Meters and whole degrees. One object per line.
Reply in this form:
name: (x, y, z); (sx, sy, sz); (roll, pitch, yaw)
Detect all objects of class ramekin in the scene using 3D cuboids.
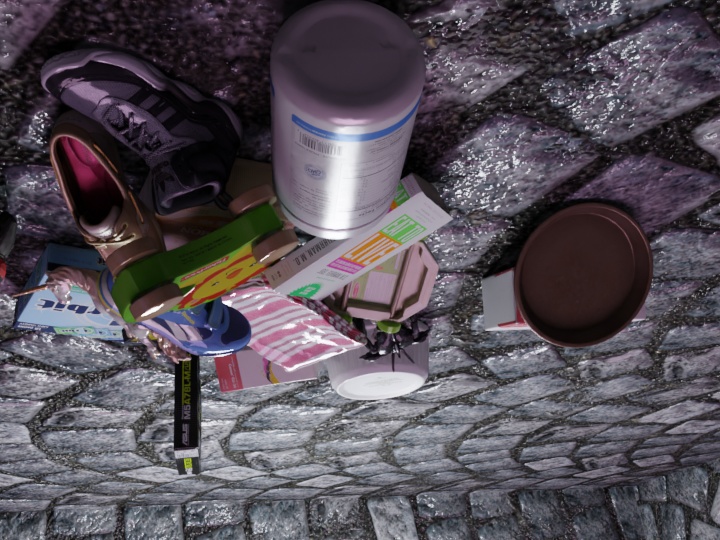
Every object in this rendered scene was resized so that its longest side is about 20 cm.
ramekin: (0.031, 0.161, 1.358); (0.201, 0.095, 0.203); (-5, 154, -2)

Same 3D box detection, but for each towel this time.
towel: (-0.106, 0.074, 1.008); (0.146, 0.030, 0.200); (-23, 135, 33)

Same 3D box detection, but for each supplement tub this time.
supplement tub: (-0.018, -0.131, 0.702); (0.131, 0.133, 0.200); (-2, 155, -7)

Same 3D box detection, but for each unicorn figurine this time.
unicorn figurine: (-0.303, 0.048, 0.960); (0.199, 0.074, 0.138); (8, 152, 24)

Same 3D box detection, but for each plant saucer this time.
plant saucer: (0.297, 0.005, 1.035); (0.198, 0.202, 0.029); (-1, -166, -11)

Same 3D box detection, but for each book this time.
book: (-0.001, -0.036, 0.890); (0.199, 0.048, 0.133); (-33, 165, 14)

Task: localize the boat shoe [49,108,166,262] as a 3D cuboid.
boat shoe: (-0.254, -0.056, 0.761); (0.073, 0.069, 0.201); (-17, 116, 7)

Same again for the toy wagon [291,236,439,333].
toy wagon: (0.000, 0.000, 1.005); (0.198, 0.040, 0.156); (9, 118, -11)

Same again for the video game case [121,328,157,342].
video game case: (-0.215, 0.054, 1.108); (0.199, 0.026, 0.180); (-30, 161, 37)

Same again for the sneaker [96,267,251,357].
sneaker: (-0.199, 0.038, 0.891); (0.199, 0.074, 0.082); (29, 127, -36)

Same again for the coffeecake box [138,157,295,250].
coffeecake box: (-0.181, -0.052, 0.898); (0.152, 0.074, 0.200); (7, 152, -27)

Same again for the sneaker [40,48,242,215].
sneaker: (-0.193, -0.120, 0.705); (0.199, 0.115, 0.075); (17, 146, -40)

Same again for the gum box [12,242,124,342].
gum box: (-0.374, 0.038, 1.073); (0.169, 0.045, 0.200); (11, 149, -32)

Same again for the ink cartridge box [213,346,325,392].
ink cartridge box: (-0.125, 0.138, 1.251); (0.198, 0.068, 0.117); (-10, -171, 8)

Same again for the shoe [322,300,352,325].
shoe: (-0.048, 0.071, 1.140); (0.053, 0.071, 0.200); (3, -179, -22)

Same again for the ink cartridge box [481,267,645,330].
ink cartridge box: (0.297, 0.042, 1.141); (0.198, 0.084, 0.147); (-1, 172, -9)

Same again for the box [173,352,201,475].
box: (-0.300, 0.238, 1.335); (0.047, 0.195, 0.200); (-3, 155, -12)

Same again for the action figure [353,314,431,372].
action figure: (0.034, 0.058, 1.136); (0.118, 0.102, 0.201); (-17, 133, 3)

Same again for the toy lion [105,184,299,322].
toy lion: (-0.154, -0.001, 0.774); (0.199, 0.069, 0.192); (-27, 173, -26)

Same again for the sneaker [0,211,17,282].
sneaker: (-0.461, -0.063, 0.820); (0.199, 0.098, 0.071); (26, 159, -11)
